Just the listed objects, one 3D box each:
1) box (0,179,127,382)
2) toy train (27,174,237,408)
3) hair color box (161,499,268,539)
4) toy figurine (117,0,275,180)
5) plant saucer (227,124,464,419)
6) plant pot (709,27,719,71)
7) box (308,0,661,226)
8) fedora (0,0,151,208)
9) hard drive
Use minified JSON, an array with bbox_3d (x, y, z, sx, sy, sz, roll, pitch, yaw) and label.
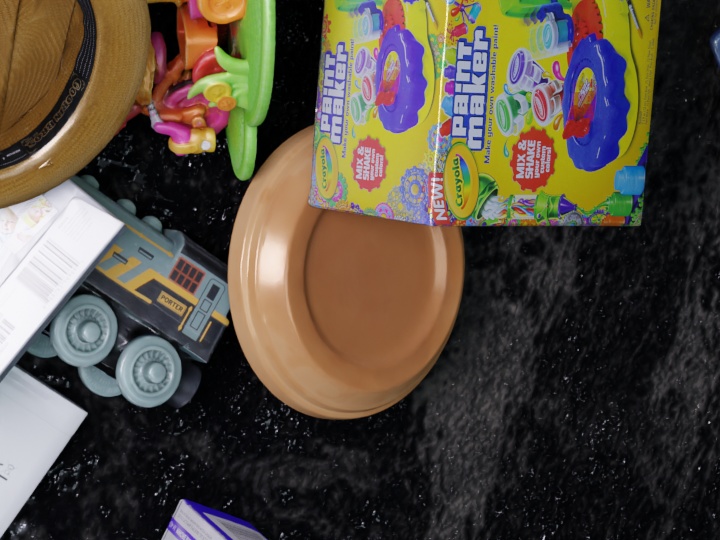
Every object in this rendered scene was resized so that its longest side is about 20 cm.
[{"bbox_3d":[-0.266,-0.030,1.552,0.200,0.041,0.156,39,86,0],"label":"box"},{"bbox_3d":[-0.170,0.006,1.641,0.200,0.085,0.114,35,76,-27],"label":"toy train"},{"bbox_3d":[-0.119,0.265,1.719,0.065,0.109,0.200,22,94,-29],"label":"hair color box"},{"bbox_3d":[-0.156,-0.140,1.597,0.184,0.150,0.200,-3,131,-11],"label":"toy figurine"},{"bbox_3d":[0.000,0.000,1.706,0.200,0.037,0.200,-5,97,-41],"label":"plant saucer"},{"bbox_3d":[0.368,-0.125,1.800,0.200,0.180,0.200,-34,116,-12],"label":"plant pot"},{"bbox_3d":[0.082,-0.133,1.657,0.192,0.122,0.200,-2,99,-41],"label":"box"},{"bbox_3d":[-0.218,-0.132,1.469,0.200,0.082,0.201,-14,126,-20],"label":"fedora"},{"bbox_3d":[-0.283,0.138,1.651,0.132,0.027,0.200,36,87,-29],"label":"hard drive"}]
